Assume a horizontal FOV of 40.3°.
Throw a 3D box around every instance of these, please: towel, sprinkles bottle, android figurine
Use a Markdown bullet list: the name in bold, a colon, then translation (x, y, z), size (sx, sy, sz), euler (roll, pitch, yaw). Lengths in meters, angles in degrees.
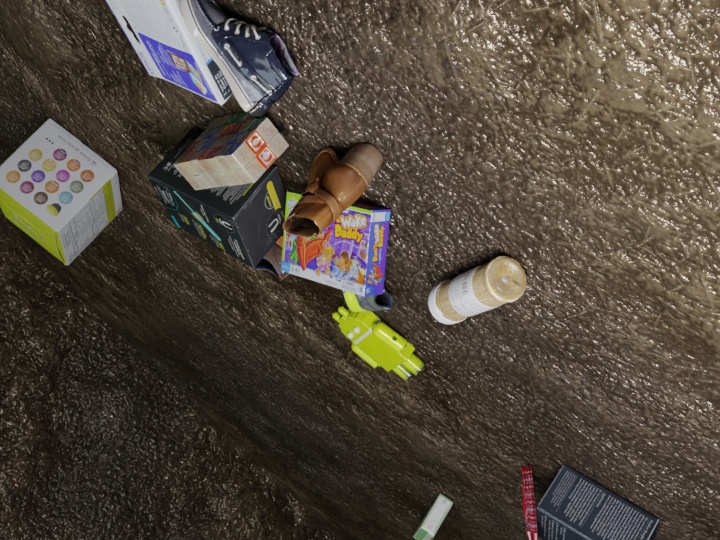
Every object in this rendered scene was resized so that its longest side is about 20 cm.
- **towel**: translation (0.331, 0.496, 1.912), size (0.022, 0.200, 0.146), euler (-4, 118, 8)
- **sprinkles bottle**: translation (0.171, 0.032, 1.467), size (0.068, 0.068, 0.200), euler (42, 157, -8)
- **android figurine**: translation (0.031, 0.138, 1.913), size (0.200, 0.041, 0.182), euler (39, 157, -4)

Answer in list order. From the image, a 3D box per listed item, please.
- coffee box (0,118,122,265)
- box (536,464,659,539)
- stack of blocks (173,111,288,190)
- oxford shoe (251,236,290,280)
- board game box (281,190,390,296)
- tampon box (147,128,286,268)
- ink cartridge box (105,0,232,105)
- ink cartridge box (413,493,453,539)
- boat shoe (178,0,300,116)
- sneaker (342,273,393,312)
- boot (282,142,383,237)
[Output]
- **coffee box**: translation (-0.678, -0.172, 2.202), size (0.199, 0.198, 0.200), euler (37, 157, 5)
- **box**: translation (0.441, 0.482, 1.841), size (0.199, 0.107, 0.149), euler (29, 155, 25)
- **stack of blocks**: translation (-0.199, -0.192, 1.550), size (0.199, 0.115, 0.059), euler (2, 138, 54)
- **oxford shoe**: translation (-0.206, -0.051, 1.873), size (0.199, 0.073, 0.071), euler (30, 156, 22)
- **board game box**: translation (-0.043, -0.047, 1.574), size (0.199, 0.045, 0.136), euler (15, 105, 43)
- **tampon box**: translation (-0.239, -0.128, 1.715), size (0.199, 0.127, 0.150), euler (27, 155, 25)
- **ink cartridge box**: translation (-0.295, -0.358, 1.474), size (0.199, 0.043, 0.199), euler (26, 154, 38)
- **ink cartridge box**: translation (0.163, 0.681, 2.506), size (0.048, 0.200, 0.146), euler (32, 157, 9)
- **boat shoe**: translation (-0.161, -0.318, 1.341), size (0.092, 0.075, 0.201), euler (-31, 96, 32)
- **sneaker**: translation (0.000, 0.000, 1.685), size (0.080, 0.074, 0.200), euler (5, 145, 31)
- **boot**: translation (-0.059, -0.105, 1.446), size (0.077, 0.156, 0.199), euler (48, 156, -22)
